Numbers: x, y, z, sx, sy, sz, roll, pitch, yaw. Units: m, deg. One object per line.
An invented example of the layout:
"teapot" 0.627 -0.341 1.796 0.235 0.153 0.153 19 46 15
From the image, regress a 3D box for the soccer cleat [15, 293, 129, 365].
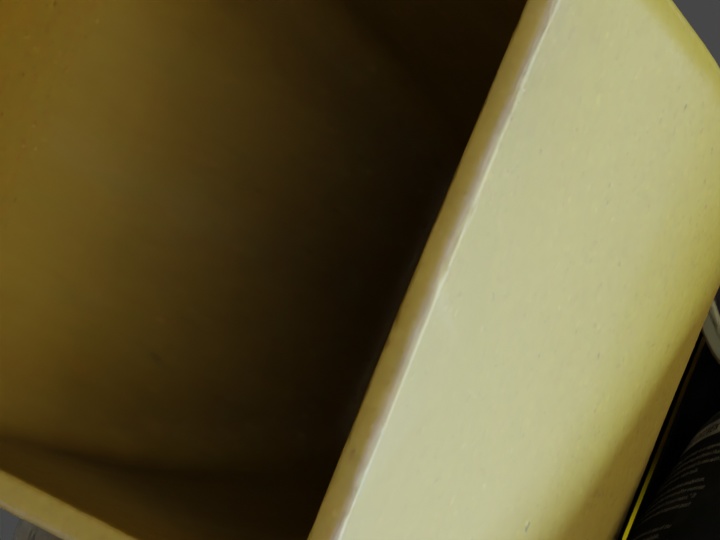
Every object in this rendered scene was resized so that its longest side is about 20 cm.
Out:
"soccer cleat" -0.164 -0.007 0.725 0.198 0.069 0.078 3 87 -18

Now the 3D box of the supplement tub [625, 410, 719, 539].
"supplement tub" 0.125 0.118 0.689 0.123 0.122 0.200 50 54 -15

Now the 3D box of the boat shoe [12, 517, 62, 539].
"boat shoe" -0.087 0.164 0.760 0.071 0.066 0.201 -15 119 -22

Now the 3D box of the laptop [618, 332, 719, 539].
"laptop" 0.103 0.080 0.803 0.199 0.103 0.178 27 82 -32

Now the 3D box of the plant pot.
"plant pot" 0.000 0.000 0.679 0.200 0.195 0.195 28 84 -53

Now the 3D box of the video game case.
"video game case" -0.037 -0.094 0.782 0.181 0.036 0.200 43 78 -17

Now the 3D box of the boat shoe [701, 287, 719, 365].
"boat shoe" 0.161 -0.051 0.805 0.073 0.065 0.201 21 58 -12
